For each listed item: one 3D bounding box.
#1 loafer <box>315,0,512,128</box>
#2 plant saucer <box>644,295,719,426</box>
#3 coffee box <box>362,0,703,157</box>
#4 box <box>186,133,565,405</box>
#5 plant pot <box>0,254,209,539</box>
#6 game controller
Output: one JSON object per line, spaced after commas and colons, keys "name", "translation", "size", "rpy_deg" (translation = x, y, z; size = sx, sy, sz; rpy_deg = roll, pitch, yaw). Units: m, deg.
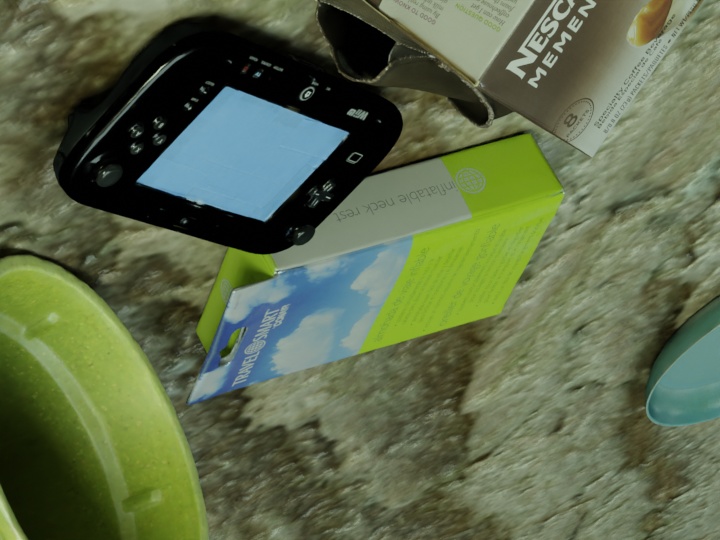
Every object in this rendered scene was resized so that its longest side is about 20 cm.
{"name": "loafer", "translation": [0.014, -0.112, 1.144], "size": [0.071, 0.073, 0.200], "rpy_deg": [-47, 145, -1]}
{"name": "plant saucer", "translation": [0.279, 0.042, 1.810], "size": [0.200, 0.027, 0.200], "rpy_deg": [-24, 156, -11]}
{"name": "coffee box", "translation": [0.102, -0.159, 1.060], "size": [0.200, 0.080, 0.114], "rpy_deg": [-54, 147, 6]}
{"name": "box", "translation": [0.000, 0.000, 1.395], "size": [0.200, 0.048, 0.122], "rpy_deg": [-16, 153, -26]}
{"name": "plant pot", "translation": [-0.204, 0.119, 1.276], "size": [0.184, 0.201, 0.200], "rpy_deg": [-24, 159, 21]}
{"name": "game controller", "translation": [-0.057, -0.059, 1.223], "size": [0.104, 0.042, 0.200], "rpy_deg": [-37, 156, 20]}
